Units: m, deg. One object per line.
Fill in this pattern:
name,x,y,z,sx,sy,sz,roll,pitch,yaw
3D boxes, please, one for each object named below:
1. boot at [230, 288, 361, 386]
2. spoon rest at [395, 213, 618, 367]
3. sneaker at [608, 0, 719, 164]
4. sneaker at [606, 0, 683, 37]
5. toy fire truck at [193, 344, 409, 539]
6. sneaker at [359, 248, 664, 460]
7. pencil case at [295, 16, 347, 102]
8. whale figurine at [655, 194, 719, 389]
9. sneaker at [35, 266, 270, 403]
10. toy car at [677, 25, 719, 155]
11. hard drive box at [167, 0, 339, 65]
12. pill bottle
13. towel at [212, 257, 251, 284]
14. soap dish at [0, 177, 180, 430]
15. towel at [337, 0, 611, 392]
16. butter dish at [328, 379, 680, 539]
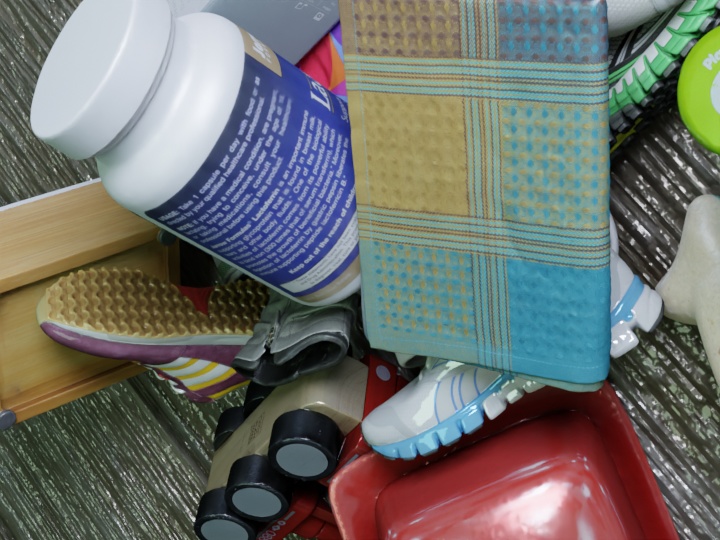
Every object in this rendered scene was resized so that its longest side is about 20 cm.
boot,0.000,0.000,0.733,0.067,0.132,0.199,34,139,-24
spoon rest,0.078,0.008,0.725,0.200,0.060,0.100,-40,79,42
sneaker,0.129,-0.116,0.609,0.200,0.078,0.086,-43,75,27
sneaker,0.124,-0.203,0.579,0.091,0.075,0.204,-15,67,26
toy fire truck,0.001,0.164,0.827,0.198,0.130,0.176,27,133,-19
sneaker,0.070,0.036,0.677,0.199,0.075,0.087,-34,97,24
pencil case,0.006,-0.134,0.719,0.199,0.088,0.090,-24,90,45
whale figurine,0.238,0.041,0.595,0.200,0.102,0.161,51,137,47
sneaker,-0.135,0.056,0.840,0.076,0.196,0.091,-109,33,-47
toy car,0.240,-0.134,0.483,0.156,0.163,0.204,22,107,32
hard drive box,-0.078,-0.195,0.715,0.199,0.076,0.158,-40,50,35
pill bottle,-0.074,-0.069,0.648,0.115,0.199,0.117,-28,48,35
towel,-0.109,-0.103,0.862,0.149,0.030,0.202,-38,80,41
soap dish,-0.221,0.023,0.875,0.081,0.198,0.160,36,135,39
towel,0.058,-0.041,0.589,0.144,0.022,0.203,11,120,30
butter dish,0.094,0.186,0.680,0.197,0.148,0.203,-23,91,6
